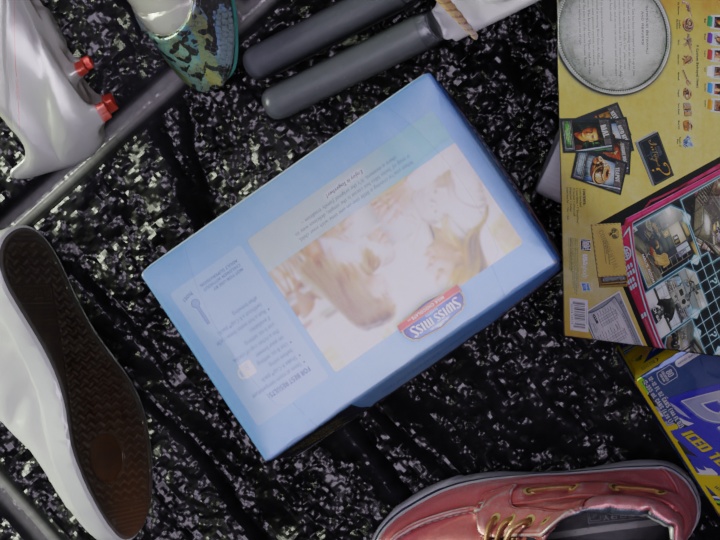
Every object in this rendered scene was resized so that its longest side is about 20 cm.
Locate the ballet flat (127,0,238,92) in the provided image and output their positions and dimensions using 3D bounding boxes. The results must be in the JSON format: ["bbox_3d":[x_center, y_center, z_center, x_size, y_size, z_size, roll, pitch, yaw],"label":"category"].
[{"bbox_3d":[-0.122,-0.200,1.475,0.074,0.074,0.201,-12,89,4],"label":"ballet flat"}]

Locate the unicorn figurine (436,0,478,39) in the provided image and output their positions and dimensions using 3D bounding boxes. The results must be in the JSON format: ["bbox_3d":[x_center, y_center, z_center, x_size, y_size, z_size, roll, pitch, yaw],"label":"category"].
[{"bbox_3d":[-0.022,-0.219,1.439,0.137,0.074,0.201,-11,80,20],"label":"unicorn figurine"}]

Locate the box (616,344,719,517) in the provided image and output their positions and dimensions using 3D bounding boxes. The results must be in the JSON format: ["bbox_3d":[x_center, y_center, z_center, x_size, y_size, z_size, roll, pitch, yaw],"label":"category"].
[{"bbox_3d":[0.228,0.114,1.465,0.070,0.064,0.200,-32,105,4],"label":"box"}]

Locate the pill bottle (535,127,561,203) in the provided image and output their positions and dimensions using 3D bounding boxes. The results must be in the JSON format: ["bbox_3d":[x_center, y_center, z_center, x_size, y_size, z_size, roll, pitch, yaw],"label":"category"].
[{"bbox_3d":[0.208,-0.046,1.452,0.200,0.110,0.110,23,95,1],"label":"pill bottle"}]

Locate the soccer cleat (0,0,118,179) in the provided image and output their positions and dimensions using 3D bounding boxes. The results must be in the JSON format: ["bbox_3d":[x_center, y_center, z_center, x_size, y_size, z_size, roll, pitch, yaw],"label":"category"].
[{"bbox_3d":[-0.216,-0.148,1.489,0.077,0.069,0.200,-27,95,7],"label":"soccer cleat"}]

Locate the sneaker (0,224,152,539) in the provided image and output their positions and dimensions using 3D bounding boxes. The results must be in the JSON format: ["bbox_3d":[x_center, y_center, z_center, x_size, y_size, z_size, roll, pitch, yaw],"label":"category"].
[{"bbox_3d":[-0.190,0.071,1.513,0.085,0.073,0.200,-14,103,37],"label":"sneaker"}]

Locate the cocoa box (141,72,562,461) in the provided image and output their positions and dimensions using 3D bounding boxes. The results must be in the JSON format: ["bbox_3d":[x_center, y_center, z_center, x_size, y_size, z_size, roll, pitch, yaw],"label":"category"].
[{"bbox_3d":[0.000,0.000,1.448,0.200,0.131,0.134,-35,85,5],"label":"cocoa box"}]

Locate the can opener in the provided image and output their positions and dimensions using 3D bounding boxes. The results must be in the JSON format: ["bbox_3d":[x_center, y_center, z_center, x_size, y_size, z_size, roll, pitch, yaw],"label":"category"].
[{"bbox_3d":[0.028,-0.148,1.484,0.200,0.066,0.053,-26,91,13],"label":"can opener"}]

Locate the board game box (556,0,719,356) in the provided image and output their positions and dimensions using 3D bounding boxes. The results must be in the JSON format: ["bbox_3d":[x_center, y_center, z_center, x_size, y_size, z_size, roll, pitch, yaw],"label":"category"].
[{"bbox_3d":[0.174,-0.055,1.364,0.135,0.035,0.201,8,112,27],"label":"board game box"}]

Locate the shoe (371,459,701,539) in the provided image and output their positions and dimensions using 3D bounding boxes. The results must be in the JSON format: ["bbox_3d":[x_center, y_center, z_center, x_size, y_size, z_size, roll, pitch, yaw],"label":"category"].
[{"bbox_3d":[0.094,0.155,1.469,0.200,0.091,0.072,-11,96,14],"label":"shoe"}]
